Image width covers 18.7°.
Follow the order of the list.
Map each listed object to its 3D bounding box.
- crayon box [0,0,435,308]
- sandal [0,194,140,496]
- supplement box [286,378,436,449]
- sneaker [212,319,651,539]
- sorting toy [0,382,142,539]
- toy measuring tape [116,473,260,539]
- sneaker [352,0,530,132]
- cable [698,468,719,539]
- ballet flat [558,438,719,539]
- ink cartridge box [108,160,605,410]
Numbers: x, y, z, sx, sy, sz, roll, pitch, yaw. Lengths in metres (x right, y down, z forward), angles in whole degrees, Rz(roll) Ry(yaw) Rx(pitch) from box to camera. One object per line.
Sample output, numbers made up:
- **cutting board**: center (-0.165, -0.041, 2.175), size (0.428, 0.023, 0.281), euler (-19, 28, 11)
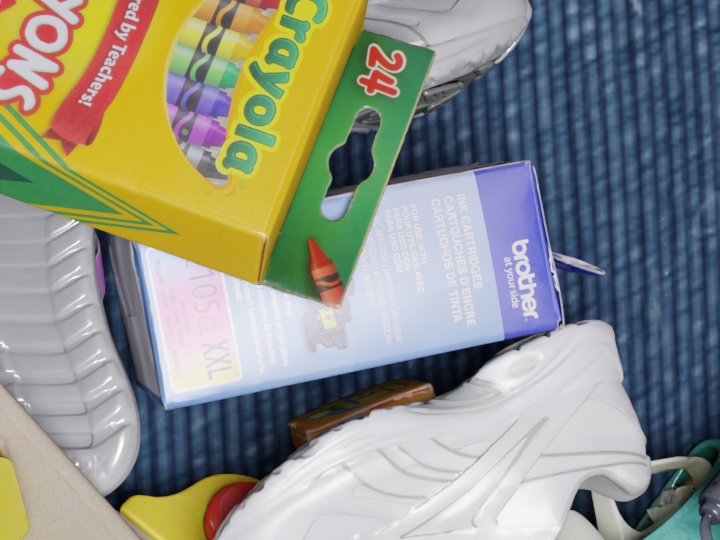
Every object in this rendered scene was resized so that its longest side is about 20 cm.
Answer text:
- **crayon box**: center (-0.079, -0.079, 0.852), size (0.200, 0.051, 0.127), euler (19, 67, 2)
- **sandal**: center (-0.143, 0.006, 0.951), size (0.082, 0.050, 0.203), euler (-14, 75, 9)
- **supplement box**: center (0.034, 0.150, 0.977), size (0.069, 0.067, 0.200), euler (-24, 95, -10)
- **sneaker**: center (0.035, 0.098, 0.896), size (0.200, 0.078, 0.100), euler (-25, 80, -12)
- **sorting toy**: center (-0.164, 0.147, 0.844), size (0.200, 0.036, 0.185), euler (50, 64, -22)
- **toy measuring tape**: center (-0.085, 0.103, 0.964), size (0.200, 0.074, 0.074), euler (37, 84, 9)
- **sneaker**: center (-0.023, -0.106, 0.955), size (0.200, 0.078, 0.100), euler (-18, 82, -15)
- **cable**: center (0.216, 0.129, 0.994), size (0.200, 0.051, 0.163), euler (55, 51, -34)
- **ballet flat**: center (0.112, 0.129, 0.963), size (0.200, 0.067, 0.070), euler (-27, 77, -43)
- **ink cartridge box**: center (0.000, 0.000, 0.934), size (0.199, 0.136, 0.077), euler (-13, 94, -10)
